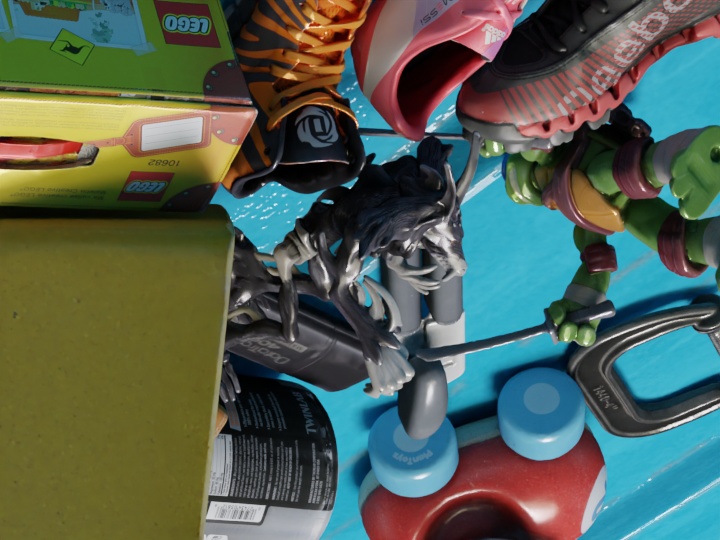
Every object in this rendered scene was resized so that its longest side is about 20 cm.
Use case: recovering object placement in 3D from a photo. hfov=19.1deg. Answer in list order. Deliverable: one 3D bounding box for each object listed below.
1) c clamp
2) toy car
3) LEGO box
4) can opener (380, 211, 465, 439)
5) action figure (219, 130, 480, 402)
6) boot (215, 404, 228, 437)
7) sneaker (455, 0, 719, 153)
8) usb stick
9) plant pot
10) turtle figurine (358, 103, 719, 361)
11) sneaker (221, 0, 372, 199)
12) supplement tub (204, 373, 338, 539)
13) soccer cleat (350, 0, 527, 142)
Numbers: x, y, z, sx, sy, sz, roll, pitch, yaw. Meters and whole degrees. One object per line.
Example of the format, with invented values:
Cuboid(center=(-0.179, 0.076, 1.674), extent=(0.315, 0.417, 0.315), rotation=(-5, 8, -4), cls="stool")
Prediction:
Cuboid(center=(0.236, 0.065, 1.503), extent=(0.171, 0.027, 0.200), rotation=(-24, 148, 17), cls="c clamp")
Cuboid(center=(0.104, 0.206, 1.477), extent=(0.177, 0.200, 0.184), rotation=(-15, 147, -5), cls="toy car")
Cuboid(center=(-0.164, -0.107, 0.941), extent=(0.200, 0.149, 0.077), rotation=(2, 142, -28), cls="LEGO box")
Cuboid(center=(0.043, 0.026, 1.318), extent=(0.053, 0.066, 0.200), rotation=(-16, 142, -9), cls="can opener")
Cuboid(center=(0.000, 0.000, 1.111), extent=(0.200, 0.119, 0.102), rotation=(-25, 112, 39), cls="action figure")
Cuboid(center=(-0.130, 0.042, 1.179), extent=(0.155, 0.074, 0.200), rotation=(35, 106, -25), cls="boot")
Cuboid(center=(0.129, -0.138, 1.091), extent=(0.200, 0.071, 0.098), rotation=(-31, 135, -7), cls="sneaker")
Cuboid(center=(-0.062, 0.032, 1.299), extent=(0.055, 0.033, 0.200), rotation=(-30, 146, 28), cls="usb stick")
Cuboid(center=(-0.170, 0.059, 1.006), extent=(0.200, 0.194, 0.196), rotation=(6, -176, -5), cls="plant pot")
Cuboid(center=(0.114, -0.019, 1.157), extent=(0.200, 0.144, 0.194), rotation=(-10, -169, -36), cls="turtle figurine")
Cuboid(center=(-0.016, -0.109, 1.044), extent=(0.078, 0.112, 0.200), rotation=(4, 141, -30), cls="sneaker")
Cuboid(center=(-0.124, 0.119, 1.312), extent=(0.200, 0.123, 0.123), rotation=(9, 138, -34), cls="supplement tub")
Cuboid(center=(0.068, -0.150, 1.052), extent=(0.067, 0.076, 0.200), rotation=(16, 130, -41), cls="soccer cleat")
